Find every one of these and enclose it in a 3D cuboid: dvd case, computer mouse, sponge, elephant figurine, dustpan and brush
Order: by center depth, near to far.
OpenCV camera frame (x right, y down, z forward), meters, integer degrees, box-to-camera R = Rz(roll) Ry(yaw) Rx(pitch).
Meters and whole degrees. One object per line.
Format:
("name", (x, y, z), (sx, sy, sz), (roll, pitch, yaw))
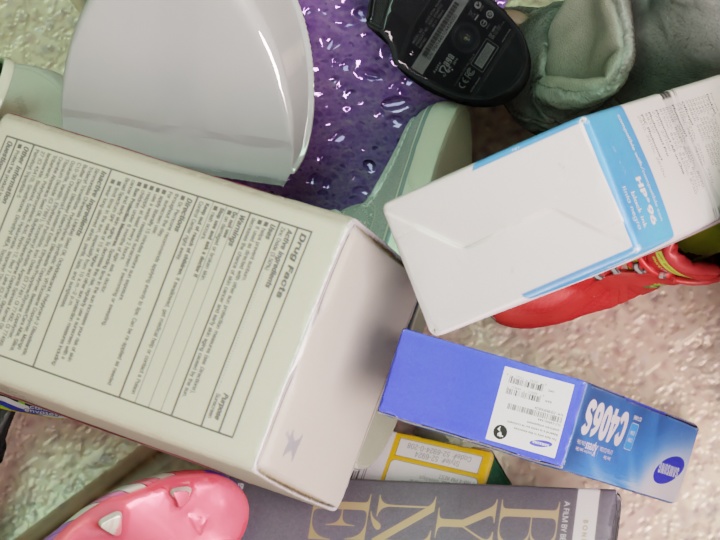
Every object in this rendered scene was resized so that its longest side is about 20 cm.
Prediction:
("dvd case", (0.020, 0.172, 1.429), (0.200, 0.016, 0.149), (1, 65, 16))
("computer mouse", (0.002, -0.148, 1.486), (0.200, 0.034, 0.059), (37, 82, -13))
("dustpan and brush", (-0.084, -0.154, 1.501), (0.140, 0.200, 0.057), (9, 23, 21))
("elephant figurine", (0.135, -0.110, 1.542), (0.200, 0.155, 0.142), (-43, 100, 11))
("sponge", (-0.009, -0.094, 1.544), (0.112, 0.030, 0.200), (27, 102, -2))

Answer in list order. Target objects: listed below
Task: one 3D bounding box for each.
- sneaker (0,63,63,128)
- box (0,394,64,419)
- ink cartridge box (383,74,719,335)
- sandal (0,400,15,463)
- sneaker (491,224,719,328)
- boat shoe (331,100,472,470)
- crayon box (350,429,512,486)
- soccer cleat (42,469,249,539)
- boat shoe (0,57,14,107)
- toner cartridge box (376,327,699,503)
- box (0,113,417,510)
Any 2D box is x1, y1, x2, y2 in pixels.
("sneaker", (-0.187, -0.067, 1.595), (0.200, 0.085, 0.073), (31, 111, 48))
("box", (-0.245, 0.019, 1.552), (0.200, 0.064, 0.070), (10, 52, 1))
("ink cartridge box", (0.113, -0.035, 1.386), (0.116, 0.200, 0.068), (-23, 88, 31))
("sandal", (-0.224, 0.111, 1.563), (0.075, 0.048, 0.201), (6, 60, 1))
("sneaker", (0.147, -0.020, 1.484), (0.200, 0.077, 0.085), (-23, 17, 15))
("boat shoe", (0.000, 0.001, 1.490), (0.071, 0.070, 0.201), (13, 71, 19))
("crayon box", (-0.015, 0.176, 1.476), (0.126, 0.052, 0.200), (12, 68, 21))
("soccer cleat", (-0.148, 0.155, 1.462), (0.200, 0.067, 0.076), (-34, 18, -2))
("boat shoe", (-0.258, -0.071, 1.595), (0.199, 0.066, 0.075), (-29, 36, 51))
("toner cartridge box", (0.089, 0.071, 1.409), (0.095, 0.200, 0.043), (17, 88, 23))
("box", (-0.092, 0.020, 1.423), (0.200, 0.109, 0.128), (18, 82, 24))
